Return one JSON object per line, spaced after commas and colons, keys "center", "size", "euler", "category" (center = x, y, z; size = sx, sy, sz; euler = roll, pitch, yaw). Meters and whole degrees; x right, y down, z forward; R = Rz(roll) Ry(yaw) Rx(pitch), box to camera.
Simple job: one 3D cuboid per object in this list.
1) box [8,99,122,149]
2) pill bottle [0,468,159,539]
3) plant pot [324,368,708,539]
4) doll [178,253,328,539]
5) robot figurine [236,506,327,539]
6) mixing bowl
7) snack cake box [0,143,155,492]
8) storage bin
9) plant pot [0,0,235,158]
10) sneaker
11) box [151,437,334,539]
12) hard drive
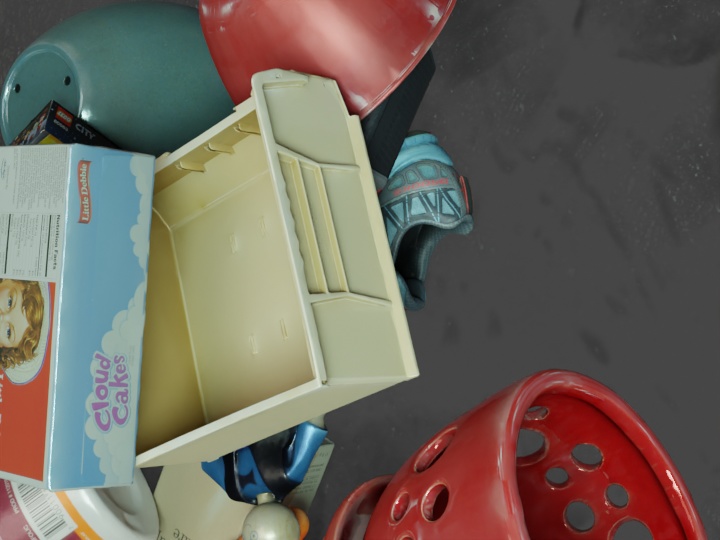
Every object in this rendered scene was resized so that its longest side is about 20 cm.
{"center": [-0.193, -0.021, 1.043], "size": [0.136, 0.199, 0.038], "euler": [-37, 32, 30], "category": "box"}
{"center": [-0.253, 0.201, 0.992], "size": [0.199, 0.114, 0.115], "euler": [-35, 68, 8], "category": "pill bottle"}
{"center": [0.088, 0.187, 0.831], "size": [0.182, 0.199, 0.203], "euler": [-35, 69, 34], "category": "plant pot"}
{"center": [-0.076, 0.097, 0.945], "size": [0.136, 0.048, 0.203], "euler": [-27, 69, 39], "category": "doll"}
{"center": [-0.036, 0.254, 0.946], "size": [0.198, 0.117, 0.145], "euler": [-28, 40, 7], "category": "robot figurine"}
{"center": [-0.037, -0.188, 0.931], "size": [0.199, 0.108, 0.202], "euler": [-35, 32, 26], "category": "mixing bowl"}
{"center": [-0.191, 0.026, 0.854], "size": [0.114, 0.067, 0.203], "euler": [3, 89, 42], "category": "snack cake box"}
{"center": [-0.083, 0.004, 0.862], "size": [0.199, 0.093, 0.201], "euler": [-26, 70, 39], "category": "storage bin"}
{"center": [-0.202, -0.120, 1.087], "size": [0.198, 0.134, 0.204], "euler": [-2, 87, 35], "category": "plant pot"}
{"center": [0.000, 0.000, 0.973], "size": [0.200, 0.079, 0.096], "euler": [-48, 65, 24], "category": "sneaker"}
{"center": [-0.106, 0.198, 1.037], "size": [0.094, 0.077, 0.203], "euler": [28, 103, 32], "category": "box"}
{"center": [-0.035, -0.092, 0.973], "size": [0.199, 0.042, 0.136], "euler": [-13, 45, 48], "category": "hard drive"}
